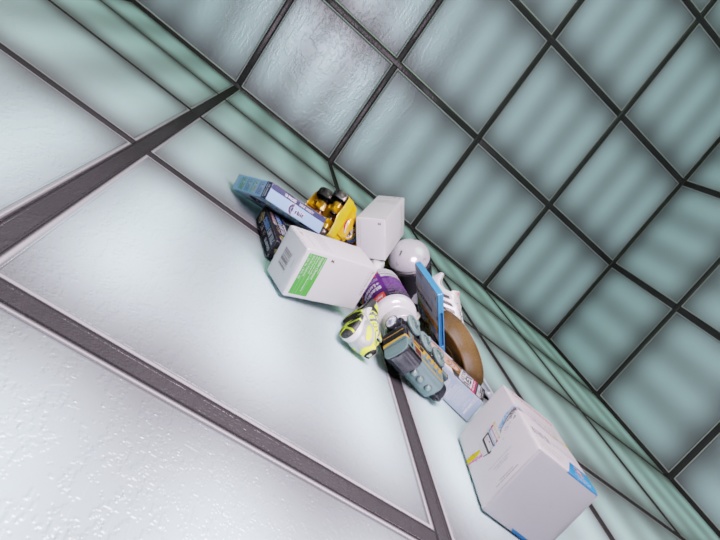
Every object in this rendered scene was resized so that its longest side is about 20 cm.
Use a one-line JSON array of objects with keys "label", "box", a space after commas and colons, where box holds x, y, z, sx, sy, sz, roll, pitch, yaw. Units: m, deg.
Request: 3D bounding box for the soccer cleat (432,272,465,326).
[{"label": "soccer cleat", "box": [0.238, 0.100, 1.406, 0.203, 0.084, 0.068, 55, 12, 15]}]

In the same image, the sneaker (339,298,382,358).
[{"label": "sneaker", "box": [0.008, 0.120, 1.101, 0.077, 0.074, 0.200, 53, 18, -6]}]

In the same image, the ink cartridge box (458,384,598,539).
[{"label": "ink cartridge box", "box": [0.287, 0.344, 0.964, 0.146, 0.146, 0.201, 37, 13, -12]}]

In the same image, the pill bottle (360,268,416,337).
[{"label": "pill bottle", "box": [0.067, 0.089, 1.250, 0.110, 0.113, 0.201, 32, 14, -26]}]

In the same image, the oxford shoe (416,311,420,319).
[{"label": "oxford shoe", "box": [0.111, 0.119, 1.363, 0.058, 0.075, 0.200, 44, 5, -2]}]

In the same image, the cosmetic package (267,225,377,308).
[{"label": "cosmetic package", "box": [-0.073, -0.003, 1.076, 0.196, 0.110, 0.085, 14, 25, -44]}]

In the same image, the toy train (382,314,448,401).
[{"label": "toy train", "box": [0.114, 0.183, 1.106, 0.201, 0.084, 0.116, 50, 23, -28]}]

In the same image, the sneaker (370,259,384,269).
[{"label": "sneaker", "box": [0.000, 0.000, 1.412, 0.096, 0.081, 0.199, 21, -7, -13]}]

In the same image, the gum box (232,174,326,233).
[{"label": "gum box", "box": [-0.199, -0.162, 1.305, 0.168, 0.046, 0.197, 33, -7, -38]}]

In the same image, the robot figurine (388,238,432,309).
[{"label": "robot figurine", "box": [0.137, 0.012, 1.490, 0.152, 0.120, 0.206, -99, 179, -55]}]

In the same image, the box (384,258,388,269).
[{"label": "box", "box": [0.095, -0.005, 1.581, 0.076, 0.049, 0.204, -122, -171, -56]}]

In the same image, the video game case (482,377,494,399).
[{"label": "video game case", "box": [0.275, 0.238, 1.446, 0.201, 0.023, 0.183, 52, 0, 42]}]

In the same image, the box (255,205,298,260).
[{"label": "box", "box": [-0.139, -0.047, 1.238, 0.195, 0.050, 0.201, 30, 14, -30]}]

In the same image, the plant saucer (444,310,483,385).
[{"label": "plant saucer", "box": [0.230, 0.201, 1.327, 0.202, 0.034, 0.204, 57, -20, 34]}]

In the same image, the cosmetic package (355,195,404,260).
[{"label": "cosmetic package", "box": [0.056, -0.116, 1.418, 0.082, 0.112, 0.200, 7, 24, 18]}]

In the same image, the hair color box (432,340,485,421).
[{"label": "hair color box", "box": [0.190, 0.237, 1.230, 0.199, 0.061, 0.099, 42, 13, 10]}]

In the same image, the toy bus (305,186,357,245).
[{"label": "toy bus", "box": [-0.055, -0.106, 1.432, 0.191, 0.138, 0.198, 41, -13, -31]}]

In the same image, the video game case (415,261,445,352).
[{"label": "video game case", "box": [0.170, 0.102, 1.314, 0.144, 0.017, 0.206, -119, -161, -55]}]
